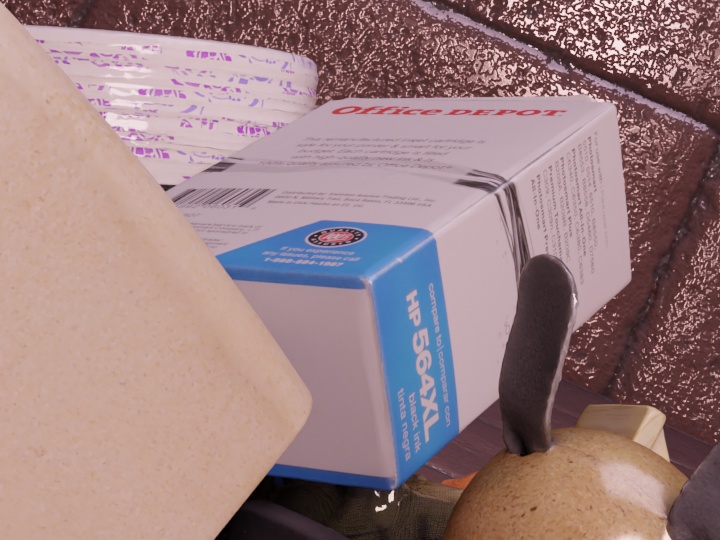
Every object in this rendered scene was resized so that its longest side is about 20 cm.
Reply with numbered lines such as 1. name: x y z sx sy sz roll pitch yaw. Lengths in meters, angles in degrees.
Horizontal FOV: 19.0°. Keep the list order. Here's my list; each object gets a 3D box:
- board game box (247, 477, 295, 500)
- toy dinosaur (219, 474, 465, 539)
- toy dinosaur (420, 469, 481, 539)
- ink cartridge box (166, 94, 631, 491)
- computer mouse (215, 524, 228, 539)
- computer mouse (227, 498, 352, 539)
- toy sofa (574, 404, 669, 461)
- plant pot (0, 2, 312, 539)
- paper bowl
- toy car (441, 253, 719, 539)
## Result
1. board game box: -0.071 0.061 1.017 0.134 0.045 0.200 42 -11 -16
2. toy dinosaur: 0.006 0.081 0.878 0.198 0.089 0.048 -5 -37 24
3. toy dinosaur: 0.113 0.154 0.957 0.181 0.106 0.200 20 6 -39
4. ink cartridge box: 0.000 0.000 0.839 0.145 0.085 0.200 3 22 33
5. computer mouse: -0.148 0.049 0.858 0.199 0.046 0.141 14 48 -25
6. computer mouse: 0.029 0.155 0.812 0.199 0.053 0.138 30 -13 -5
7. toy sofa: 0.160 0.147 0.908 0.199 0.098 0.083 33 -9 -9
8. plant pot: -0.130 0.027 0.661 0.177 0.200 0.200 39 0 -15
9. paper bowl: -0.121 -0.051 0.965 0.199 0.105 0.201 5 2 0
10. toy car: 0.079 0.091 0.651 0.164 0.201 0.157 33 48 30
